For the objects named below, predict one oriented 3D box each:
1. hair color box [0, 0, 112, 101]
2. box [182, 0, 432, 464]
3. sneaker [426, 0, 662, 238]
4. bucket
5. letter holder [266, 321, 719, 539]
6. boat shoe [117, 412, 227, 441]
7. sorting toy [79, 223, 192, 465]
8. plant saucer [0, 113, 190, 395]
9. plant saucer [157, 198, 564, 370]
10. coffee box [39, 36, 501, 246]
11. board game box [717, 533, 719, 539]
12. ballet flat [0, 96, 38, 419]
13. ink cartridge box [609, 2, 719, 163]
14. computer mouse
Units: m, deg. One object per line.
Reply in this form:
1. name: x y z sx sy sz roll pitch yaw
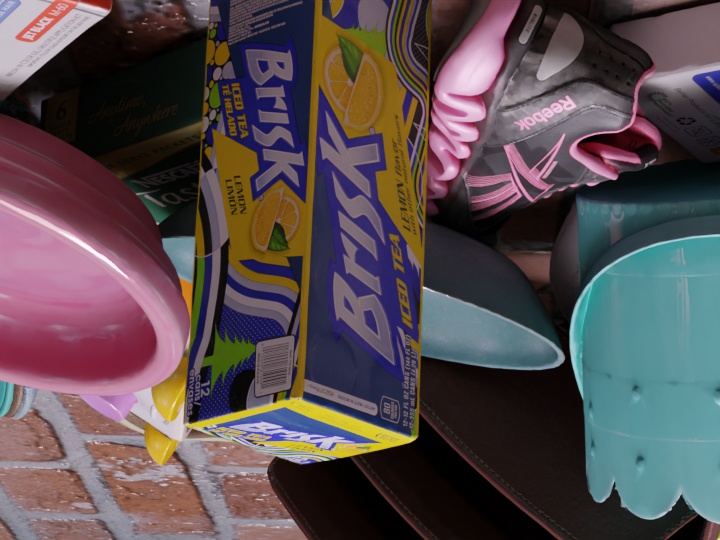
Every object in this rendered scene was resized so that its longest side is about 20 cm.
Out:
1. hair color box: -0.201 -0.128 0.889 0.199 0.064 0.111 14 159 -27
2. box: -0.018 -0.032 0.927 0.064 0.202 0.070 -15 154 41
3. sneaker: 0.077 -0.055 1.010 0.095 0.080 0.200 20 163 4
4. bucket: 0.188 0.020 1.051 0.205 0.136 0.207 -9 -172 1
5. letter holder: 0.059 0.106 1.187 0.142 0.200 0.101 -32 149 -25
6. boat shoe: -0.116 0.071 1.456 0.076 0.072 0.199 2 165 42
7. sorting toy: -0.160 0.013 1.284 0.179 0.107 0.200 23 160 2
8. plant saucer: -0.164 -0.014 1.032 0.199 0.051 0.201 15 154 8
9. plant saucer: 0.000 0.000 1.084 0.198 0.036 0.200 15 171 2
10. coffee box: -0.041 -0.046 1.133 0.122 0.044 0.199 -13 155 40
11. board game box: 0.203 0.122 1.256 0.199 0.048 0.101 -35 155 26
12. ballet flat: -0.169 -0.006 1.163 0.074 0.075 0.201 2 140 3
13. ink cartridge box: 0.210 -0.088 0.989 0.199 0.037 0.095 -7 158 33
14. computer mouse: 0.131 0.026 1.262 0.044 0.110 0.200 -40 152 -5
